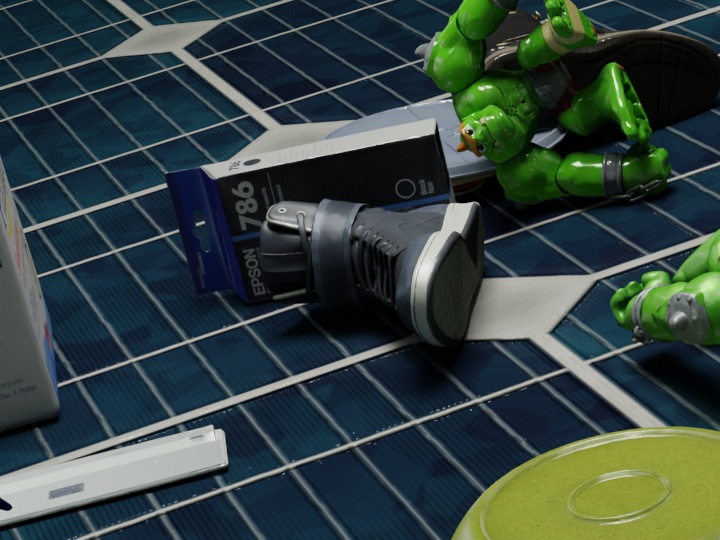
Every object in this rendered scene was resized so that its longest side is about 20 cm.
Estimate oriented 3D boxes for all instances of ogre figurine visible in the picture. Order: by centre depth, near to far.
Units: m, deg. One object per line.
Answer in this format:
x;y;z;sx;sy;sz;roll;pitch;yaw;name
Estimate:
0.243;0.001;1.425;0.200;0.098;0.120;1;10;8;ogre figurine
0.125;-0.123;1.758;0.120;0.200;0.098;-29;32;24;ogre figurine

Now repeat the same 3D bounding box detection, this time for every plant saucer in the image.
0.135;0.127;1.272;0.200;0.031;0.200;-13;20;5;plant saucer

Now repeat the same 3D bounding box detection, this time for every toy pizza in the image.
0.061;-0.091;1.907;0.200;0.032;0.200;-8;19;3;toy pizza

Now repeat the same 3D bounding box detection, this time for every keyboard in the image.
-0.178;0.132;1.506;0.200;0.011;0.056;-15;25;-1;keyboard

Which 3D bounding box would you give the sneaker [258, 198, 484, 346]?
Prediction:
0.000;0.002;1.614;0.146;0.077;0.202;1;12;8;sneaker

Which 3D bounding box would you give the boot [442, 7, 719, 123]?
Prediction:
0.166;-0.163;1.936;0.200;0.073;0.151;-6;18;-16;boot

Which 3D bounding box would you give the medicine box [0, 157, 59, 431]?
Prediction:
-0.280;-0.008;1.668;0.103;0.200;0.182;-15;20;-4;medicine box

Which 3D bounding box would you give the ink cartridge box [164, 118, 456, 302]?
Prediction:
-0.033;-0.037;1.732;0.200;0.100;0.039;-12;21;9;ink cartridge box

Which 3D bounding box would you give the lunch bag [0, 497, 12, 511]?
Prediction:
-0.261;0.140;1.255;0.127;0.200;0.170;-27;23;-31;lunch bag
